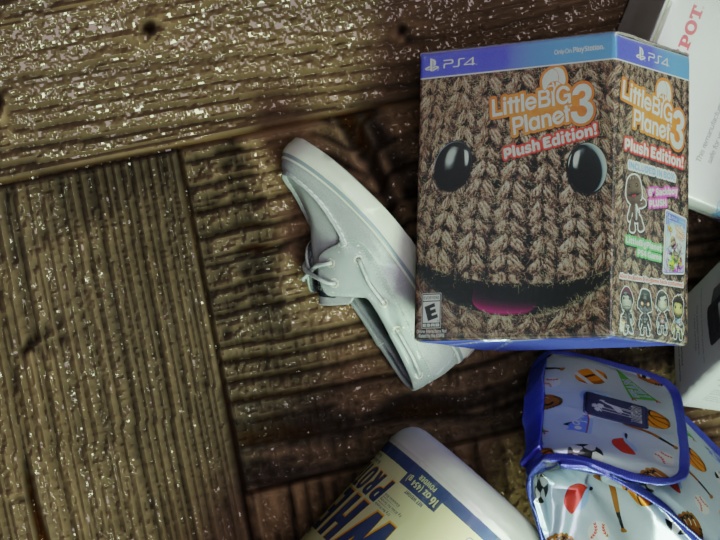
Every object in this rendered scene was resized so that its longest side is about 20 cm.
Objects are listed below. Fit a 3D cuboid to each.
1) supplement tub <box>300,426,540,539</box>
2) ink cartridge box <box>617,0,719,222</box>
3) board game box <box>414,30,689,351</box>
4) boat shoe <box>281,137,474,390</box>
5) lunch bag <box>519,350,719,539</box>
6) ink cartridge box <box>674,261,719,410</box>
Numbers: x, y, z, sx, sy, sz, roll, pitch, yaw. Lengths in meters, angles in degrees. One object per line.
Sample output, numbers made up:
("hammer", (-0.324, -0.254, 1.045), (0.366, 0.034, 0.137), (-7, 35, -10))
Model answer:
("supplement tub", (0.020, 0.224, 1.676), (0.145, 0.145, 0.200), (43, 85, -15))
("ink cartridge box", (0.270, -0.108, 1.730), (0.200, 0.088, 0.145), (21, 91, -17))
("board game box", (0.129, -0.049, 1.634), (0.097, 0.159, 0.200), (9, 80, -53))
("boat shoe", (0.000, 0.000, 1.683), (0.072, 0.070, 0.201), (-42, 108, -12))
("lunch bag", (0.190, 0.158, 1.686), (0.124, 0.170, 0.200), (-40, 105, 20))
("ink cartridge box", (0.325, 0.030, 1.696), (0.145, 0.200, 0.083), (9, 62, -15))
